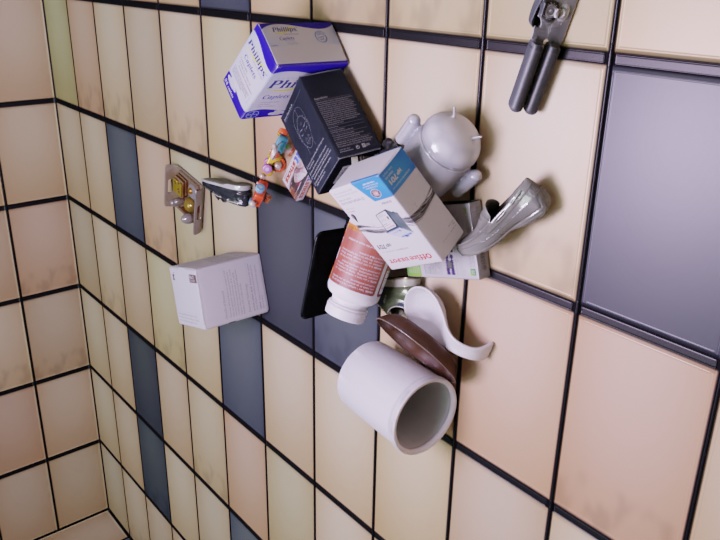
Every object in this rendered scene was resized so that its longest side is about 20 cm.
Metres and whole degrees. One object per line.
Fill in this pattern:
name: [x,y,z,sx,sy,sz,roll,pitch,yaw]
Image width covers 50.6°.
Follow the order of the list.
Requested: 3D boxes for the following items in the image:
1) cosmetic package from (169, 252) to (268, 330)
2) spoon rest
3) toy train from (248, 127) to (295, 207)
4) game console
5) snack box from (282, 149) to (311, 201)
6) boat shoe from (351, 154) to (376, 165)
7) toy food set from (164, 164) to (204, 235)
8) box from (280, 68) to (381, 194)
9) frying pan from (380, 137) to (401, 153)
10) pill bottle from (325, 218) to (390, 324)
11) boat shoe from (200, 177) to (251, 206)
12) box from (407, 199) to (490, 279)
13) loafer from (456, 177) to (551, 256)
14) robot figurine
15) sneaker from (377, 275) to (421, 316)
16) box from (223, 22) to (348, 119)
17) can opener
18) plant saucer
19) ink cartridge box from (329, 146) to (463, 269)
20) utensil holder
cosmetic package: [-0.383,0.050,2.062,0.164,0.199,0.166,4,106,52]
spoon rest: [0.159,0.106,1.467,0.200,0.060,0.100,36,129,26]
toy train: [-0.202,-0.238,1.800,0.200,0.055,0.151,125,162,-46]
game console: [-0.068,-0.018,1.630,0.176,0.116,0.201,-113,33,-61]
snack box: [-0.126,-0.253,1.760,0.072,0.024,0.200,58,141,23]
boat shoe: [0.022,-0.181,1.505,0.201,0.060,0.072,40,-138,-83]
toy food set: [-0.534,-0.214,2.276,0.200,0.060,0.144,38,131,38]
box: [-0.065,-0.287,1.582,0.201,0.107,0.148,64,152,13]
frying pan: [0.081,-0.179,1.478,0.115,0.031,0.190,98,153,-44]
pill bottle: [0.000,0.000,1.532,0.112,0.112,0.201,29,102,44]
boat shoe: [-0.366,-0.212,2.047,0.200,0.075,0.061,19,112,49]
box: [0.157,-0.059,1.457,0.199,0.036,0.145,3,105,51]
loafer: [0.233,-0.090,1.298,0.070,0.070,0.200,46,129,-9]
robot figurine: [0.138,-0.204,1.360,0.169,0.113,0.200,39,140,-3]
sneaker: [0.055,0.061,1.603,0.200,0.067,0.090,-6,93,50]
box: [-0.159,-0.420,1.608,0.200,0.183,0.105,-38,71,52]
can opener: [0.280,-0.347,1.190,0.067,0.053,0.201,-99,19,-52]
plant saucer: [0.118,0.147,1.506,0.200,0.035,0.200,38,171,7]
ink cartridge box: [0.064,-0.106,1.358,0.146,0.086,0.200,-10,124,52]
utensil holder: [0.072,0.256,1.578,0.200,0.169,0.171,30,126,46]
